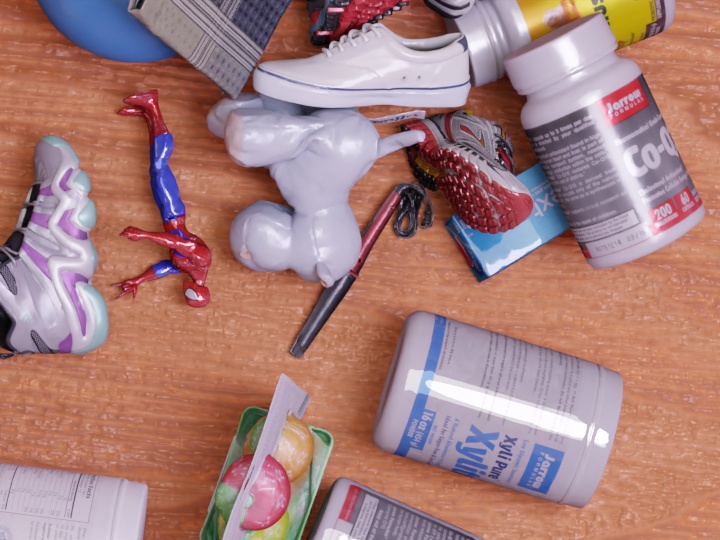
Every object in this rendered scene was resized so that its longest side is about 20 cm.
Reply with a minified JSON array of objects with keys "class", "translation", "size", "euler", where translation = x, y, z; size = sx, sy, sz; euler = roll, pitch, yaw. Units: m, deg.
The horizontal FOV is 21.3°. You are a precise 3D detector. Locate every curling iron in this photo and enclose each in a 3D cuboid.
[{"class":"curling iron","translation":[0.000,0.000,1.777],"size":[0.050,0.026,0.200],"euler":[39,83,4]}]

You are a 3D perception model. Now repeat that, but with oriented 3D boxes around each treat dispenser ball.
[{"class":"treat dispenser ball","translation":[-0.200,-0.286,1.706],"size":[0.199,0.201,0.203],"euler":[0,84,-4]}]

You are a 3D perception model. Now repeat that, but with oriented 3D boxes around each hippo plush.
[{"class":"hippo plush","translation":[-0.044,-0.075,1.746],"size":[0.198,0.159,0.162],"euler":[4,109,1]}]

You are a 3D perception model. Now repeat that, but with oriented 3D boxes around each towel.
[{"class":"towel","translation":[-0.112,-0.266,1.638],"size":[0.034,0.200,0.193],"euler":[25,83,28]}]

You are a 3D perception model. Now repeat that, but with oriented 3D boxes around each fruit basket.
[{"class":"fruit basket","translation":[-0.092,0.185,1.666],"size":[0.093,0.200,0.186],"euler":[18,83,13]}]

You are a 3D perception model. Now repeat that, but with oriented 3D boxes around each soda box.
[{"class":"soda box","translation":[0.180,-0.069,1.778],"size":[0.199,0.064,0.068],"euler":[-31,87,-6]}]

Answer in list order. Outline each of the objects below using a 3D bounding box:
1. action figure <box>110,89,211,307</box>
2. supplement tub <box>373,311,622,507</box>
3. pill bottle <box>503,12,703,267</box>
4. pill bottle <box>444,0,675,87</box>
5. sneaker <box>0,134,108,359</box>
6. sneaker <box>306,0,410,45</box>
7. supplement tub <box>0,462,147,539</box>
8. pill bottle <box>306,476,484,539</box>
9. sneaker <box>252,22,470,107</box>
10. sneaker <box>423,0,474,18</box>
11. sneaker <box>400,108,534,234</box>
[{"class":"action figure","translation":[-0.199,-0.053,1.750],"size":[0.098,0.065,0.201],"euler":[-20,85,-14]},{"class":"supplement tub","translation":[0.121,0.123,1.713],"size":[0.199,0.132,0.133],"euler":[17,83,-1]},{"class":"pill bottle","translation":[0.211,-0.115,1.678],"size":[0.113,0.114,0.201],"euler":[-27,98,-6]},{"class":"pill bottle","translation":[0.183,-0.241,1.774],"size":[0.199,0.109,0.110],"euler":[-22,86,-6]},{"class":"sneaker","translation":[-0.307,-0.019,1.713],"size":[0.139,0.078,0.202],"euler":[-8,83,-27]},{"class":"sneaker","translation":[-0.012,-0.268,1.718],"size":[0.079,0.200,0.096],"euler":[-10,84,-20]},{"class":"supplement tub","translation":[-0.293,0.238,1.679],"size":[0.198,0.132,0.133],"euler":[8,83,-4]},{"class":"pill bottle","translation":[0.048,0.274,1.707],"size":[0.199,0.114,0.115],"euler":[24,83,-1]},{"class":"sneaker","translation":[0.002,-0.187,1.717],"size":[0.198,0.073,0.071],"euler":[-2,110,-13]},{"class":"sneaker","translation":[0.066,-0.314,1.774],"size":[0.115,0.075,0.200],"euler":[-38,56,-17]},{"class":"sneaker","translation":[0.107,-0.100,1.720],"size":[0.082,0.200,0.078],"euler":[-24,123,-12]}]
